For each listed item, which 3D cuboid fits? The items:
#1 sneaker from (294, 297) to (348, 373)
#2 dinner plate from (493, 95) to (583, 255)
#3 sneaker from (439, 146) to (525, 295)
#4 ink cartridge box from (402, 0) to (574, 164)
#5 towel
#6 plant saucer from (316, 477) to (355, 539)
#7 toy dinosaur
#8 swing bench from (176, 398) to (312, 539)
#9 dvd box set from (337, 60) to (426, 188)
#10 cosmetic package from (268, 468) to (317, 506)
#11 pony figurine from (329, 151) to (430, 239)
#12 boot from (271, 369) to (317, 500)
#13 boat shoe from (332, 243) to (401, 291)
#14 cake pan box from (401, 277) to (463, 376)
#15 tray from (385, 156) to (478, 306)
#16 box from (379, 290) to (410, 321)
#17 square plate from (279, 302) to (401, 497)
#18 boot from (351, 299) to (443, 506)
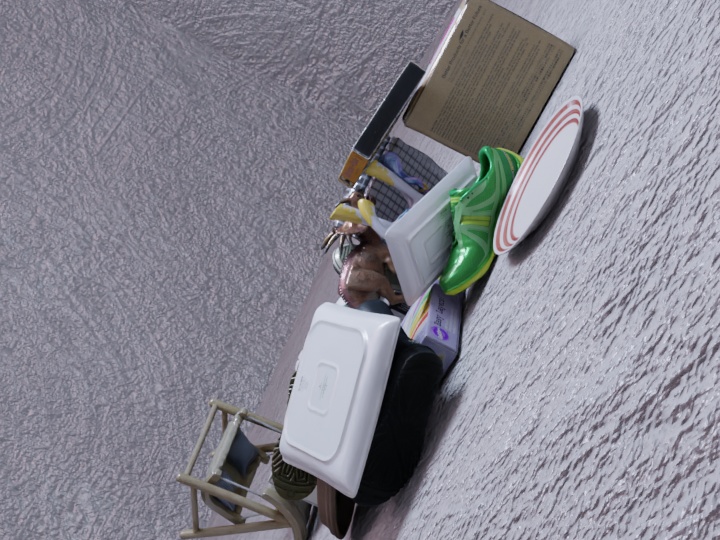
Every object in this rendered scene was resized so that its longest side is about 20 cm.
[{"bbox_3d":[-0.043,0.128,1.655,0.091,0.077,0.201,-92,27,-69],"label":"sneaker"},{"bbox_3d":[0.208,-0.105,1.287,0.201,0.024,0.200,-63,5,10],"label":"dinner plate"},{"bbox_3d":[0.138,-0.063,1.405,0.201,0.083,0.074,-66,14,-11],"label":"sneaker"},{"bbox_3d":[0.173,-0.258,1.554,0.201,0.164,0.075,-61,7,16],"label":"ink cartridge box"},{"bbox_3d":[0.059,-0.101,1.737,0.085,0.200,0.167,20,83,42],"label":"towel"},{"bbox_3d":[-0.025,0.235,1.420,0.200,0.029,0.202,3,-90,-81],"label":"plant saucer"},{"bbox_3d":[0.000,0.000,1.587,0.086,0.135,0.201,-33,38,40],"label":"toy dinosaur"},{"bbox_3d":[-0.164,0.319,1.767,0.199,0.198,0.131,-74,-12,-57],"label":"swing bench"},{"bbox_3d":[0.026,-0.196,1.556,0.147,0.029,0.200,-57,2,-10],"label":"dvd box set"},{"bbox_3d":[-0.066,0.260,1.715,0.073,0.103,0.200,-60,8,25],"label":"cosmetic package"},{"bbox_3d":[0.087,-0.075,1.555,0.193,0.199,0.167,-50,-4,-32],"label":"pony figurine"},{"bbox_3d":[-0.053,0.210,1.496,0.200,0.066,0.177,30,-108,-78],"label":"boot"},{"bbox_3d":[0.003,0.009,1.728,0.062,0.075,0.200,-28,-19,18],"label":"boat shoe"},{"bbox_3d":[0.065,0.120,1.444,0.201,0.052,0.185,-61,5,29],"label":"cake pan box"},{"bbox_3d":[0.107,-0.052,1.427,0.022,0.108,0.200,5,36,40],"label":"tray"},{"bbox_3d":[0.025,0.133,1.668,0.201,0.060,0.117,-64,6,-7],"label":"box"},{"bbox_3d":[-0.034,0.139,1.297,0.198,0.028,0.202,8,82,62],"label":"square plate"},{"bbox_3d":[0.015,0.149,1.315,0.168,0.076,0.202,40,113,62],"label":"boot"}]
